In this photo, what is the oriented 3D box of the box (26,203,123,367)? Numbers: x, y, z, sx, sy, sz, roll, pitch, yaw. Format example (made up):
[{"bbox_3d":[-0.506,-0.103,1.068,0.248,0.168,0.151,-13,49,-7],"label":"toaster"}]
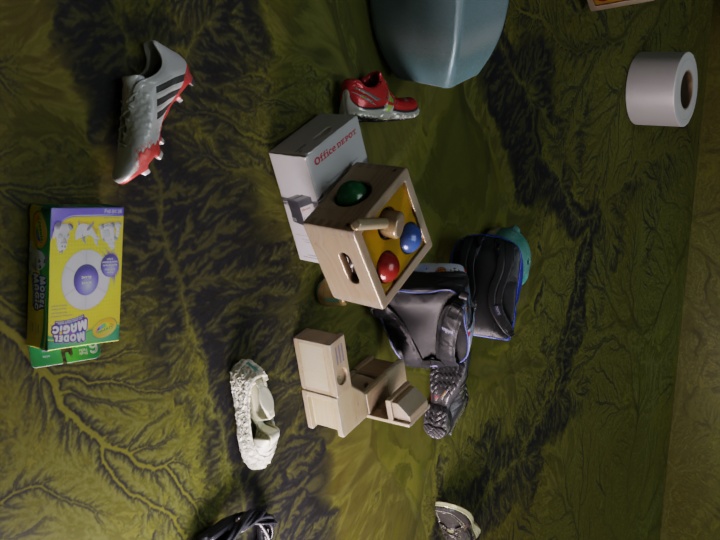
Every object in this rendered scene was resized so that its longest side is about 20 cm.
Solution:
[{"bbox_3d":[-0.357,0.019,1.253,0.117,0.048,0.203,-7,104,-54],"label":"box"}]

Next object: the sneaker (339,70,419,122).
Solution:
[{"bbox_3d":[0.037,-0.300,1.727,0.199,0.076,0.086,-11,101,-54],"label":"sneaker"}]

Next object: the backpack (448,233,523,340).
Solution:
[{"bbox_3d":[0.244,0.027,2.025,0.168,0.160,0.203,-8,106,-84],"label":"backpack"}]

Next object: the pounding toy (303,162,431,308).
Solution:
[{"bbox_3d":[0.017,-0.060,1.530,0.184,0.141,0.201,-51,136,-33],"label":"pounding toy"}]

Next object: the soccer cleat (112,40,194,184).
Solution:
[{"bbox_3d":[-0.285,-0.206,1.297,0.085,0.068,0.202,42,59,-40],"label":"soccer cleat"}]

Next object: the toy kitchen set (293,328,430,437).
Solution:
[{"bbox_3d":[0.019,0.166,1.722,0.200,0.162,0.182,-35,124,-46],"label":"toy kitchen set"}]

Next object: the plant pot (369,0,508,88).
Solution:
[{"bbox_3d":[0.138,-0.434,1.749,0.195,0.195,0.202,-33,131,-47],"label":"plant pot"}]

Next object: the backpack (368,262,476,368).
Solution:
[{"bbox_3d":[0.127,0.085,1.858,0.154,0.198,0.192,-57,144,-50],"label":"backpack"}]

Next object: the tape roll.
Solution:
[{"bbox_3d":[0.834,-0.501,2.767,0.202,0.138,0.205,-18,112,-52],"label":"tape roll"}]

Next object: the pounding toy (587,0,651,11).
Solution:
[{"bbox_3d":[0.578,-0.709,2.340,0.200,0.182,0.143,51,44,-47],"label":"pounding toy"}]

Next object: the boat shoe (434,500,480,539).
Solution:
[{"bbox_3d":[0.207,0.555,2.156,0.201,0.071,0.067,54,49,-51],"label":"boat shoe"}]

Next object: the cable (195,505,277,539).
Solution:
[{"bbox_3d":[-0.194,0.460,1.578,0.199,0.050,0.165,-25,117,-51],"label":"cable"}]

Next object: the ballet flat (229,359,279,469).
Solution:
[{"bbox_3d":[-0.160,0.234,1.566,0.072,0.071,0.202,-37,127,-45],"label":"ballet flat"}]

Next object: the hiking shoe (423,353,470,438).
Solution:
[{"bbox_3d":[0.186,0.245,2.070,0.100,0.075,0.202,10,98,-63],"label":"hiking shoe"}]

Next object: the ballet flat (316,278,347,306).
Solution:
[{"bbox_3d":[0.000,0.000,1.745,0.200,0.062,0.069,-49,134,-38],"label":"ballet flat"}]

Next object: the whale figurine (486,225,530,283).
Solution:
[{"bbox_3d":[0.336,-0.019,2.186,0.199,0.103,0.161,23,78,-55],"label":"whale figurine"}]

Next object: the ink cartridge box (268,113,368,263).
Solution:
[{"bbox_3d":[-0.053,-0.133,1.622,0.145,0.083,0.202,-43,131,-39],"label":"ink cartridge box"}]
